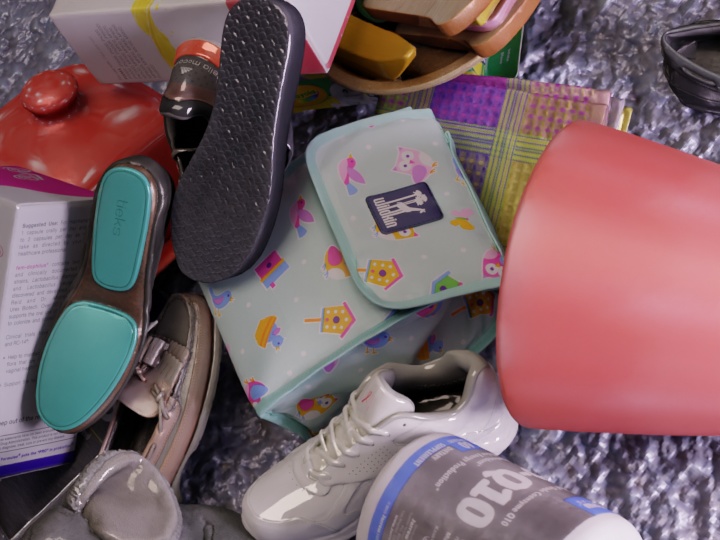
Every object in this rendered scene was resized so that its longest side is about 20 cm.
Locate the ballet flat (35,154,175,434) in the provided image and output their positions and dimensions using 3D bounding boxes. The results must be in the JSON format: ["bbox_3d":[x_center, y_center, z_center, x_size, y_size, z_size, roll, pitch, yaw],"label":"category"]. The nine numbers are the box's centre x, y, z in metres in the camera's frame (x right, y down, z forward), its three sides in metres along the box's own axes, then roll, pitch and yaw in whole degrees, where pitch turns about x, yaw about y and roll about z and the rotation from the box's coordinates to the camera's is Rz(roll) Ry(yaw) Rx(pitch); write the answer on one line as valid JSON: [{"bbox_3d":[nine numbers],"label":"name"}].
[{"bbox_3d":[-0.167,0.018,1.530,0.068,0.068,0.200,23,101,13],"label":"ballet flat"}]

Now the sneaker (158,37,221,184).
[{"bbox_3d":[-0.104,-0.074,1.581,0.077,0.200,0.082,11,55,29],"label":"sneaker"}]

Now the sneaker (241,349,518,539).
[{"bbox_3d":[0.004,0.107,1.461,0.200,0.099,0.078,-30,51,-7],"label":"sneaker"}]

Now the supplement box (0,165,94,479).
[{"bbox_3d":[-0.256,0.034,1.562,0.101,0.103,0.200,19,106,33],"label":"supplement box"}]

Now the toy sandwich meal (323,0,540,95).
[{"bbox_3d":[0.041,-0.211,1.603,0.205,0.070,0.205,-15,51,19],"label":"toy sandwich meal"}]

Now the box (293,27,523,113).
[{"bbox_3d":[0.030,-0.186,1.676,0.200,0.048,0.117,-4,61,25],"label":"box"}]

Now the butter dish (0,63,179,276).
[{"bbox_3d":[-0.213,-0.087,1.666,0.199,0.148,0.200,24,57,37],"label":"butter dish"}]

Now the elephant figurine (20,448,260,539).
[{"bbox_3d":[-0.162,0.190,1.455,0.142,0.200,0.155,-62,12,2],"label":"elephant figurine"}]

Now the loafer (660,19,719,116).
[{"bbox_3d":[0.294,-0.133,1.482,0.200,0.070,0.068,8,67,32],"label":"loafer"}]

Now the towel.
[{"bbox_3d":[0.088,-0.066,1.568,0.200,0.023,0.144,11,86,33],"label":"towel"}]

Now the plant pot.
[{"bbox_3d":[0.202,0.018,1.383,0.177,0.200,0.201,12,68,23],"label":"plant pot"}]

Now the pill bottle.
[{"bbox_3d":[0.104,0.186,1.371,0.200,0.114,0.114,24,76,36],"label":"pill bottle"}]

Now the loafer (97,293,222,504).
[{"bbox_3d":[-0.150,0.110,1.549,0.072,0.063,0.200,15,91,55],"label":"loafer"}]

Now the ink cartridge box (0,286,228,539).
[{"bbox_3d":[-0.228,0.082,1.663,0.200,0.047,0.198,-46,51,0],"label":"ink cartridge box"}]

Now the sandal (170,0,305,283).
[{"bbox_3d":[-0.072,-0.084,1.496,0.076,0.043,0.200,23,103,28],"label":"sandal"}]

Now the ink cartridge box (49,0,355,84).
[{"bbox_3d":[-0.105,-0.216,1.590,0.200,0.083,0.145,-1,55,29],"label":"ink cartridge box"}]

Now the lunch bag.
[{"bbox_3d":[0.000,0.000,1.526,0.200,0.122,0.170,-35,55,15],"label":"lunch bag"}]
